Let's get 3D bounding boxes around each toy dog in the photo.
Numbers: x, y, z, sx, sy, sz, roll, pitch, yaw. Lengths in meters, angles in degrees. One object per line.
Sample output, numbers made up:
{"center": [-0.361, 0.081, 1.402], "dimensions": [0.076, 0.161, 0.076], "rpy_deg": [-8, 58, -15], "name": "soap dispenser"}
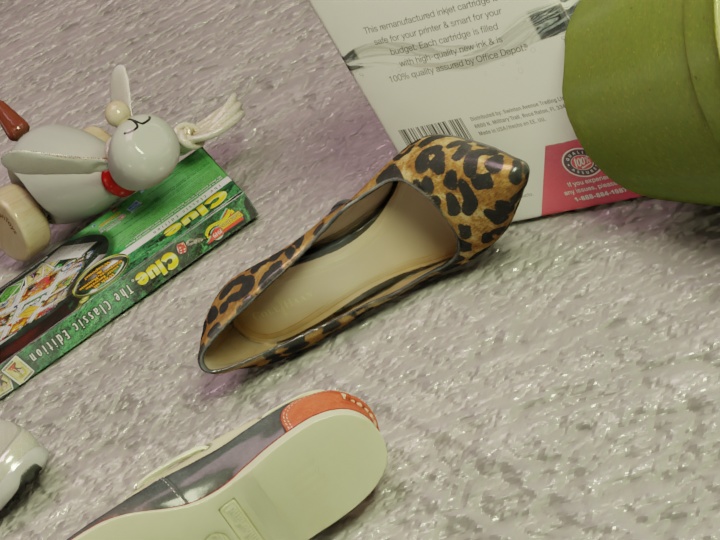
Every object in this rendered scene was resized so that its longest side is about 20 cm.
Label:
{"center": [-0.181, -0.083, 1.588], "dimensions": [0.200, 0.097, 0.132], "rpy_deg": [-28, 11, 41], "name": "toy dog"}

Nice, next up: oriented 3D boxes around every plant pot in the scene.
{"center": [0.194, -0.102, 1.186], "dimensions": [0.200, 0.200, 0.190], "rpy_deg": [-45, 16, -24], "name": "plant pot"}

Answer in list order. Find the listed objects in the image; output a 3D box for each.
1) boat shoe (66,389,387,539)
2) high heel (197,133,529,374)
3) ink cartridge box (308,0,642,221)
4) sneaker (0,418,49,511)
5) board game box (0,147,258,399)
{"center": [-0.079, 0.121, 1.202], "dimensions": [0.199, 0.071, 0.063], "rpy_deg": [-32, 20, -3], "name": "boat shoe"}
{"center": [0.000, 0.000, 1.313], "dimensions": [0.143, 0.072, 0.200], "rpy_deg": [-44, 13, -32], "name": "high heel"}
{"center": [0.069, -0.130, 1.321], "dimensions": [0.144, 0.201, 0.084], "rpy_deg": [-10, 33, 37], "name": "ink cartridge box"}
{"center": [-0.255, 0.098, 1.425], "dimensions": [0.199, 0.081, 0.075], "rpy_deg": [2, 40, 47], "name": "sneaker"}
{"center": [-0.162, 0.000, 1.554], "dimensions": [0.200, 0.024, 0.105], "rpy_deg": [-35, 24, -4], "name": "board game box"}
